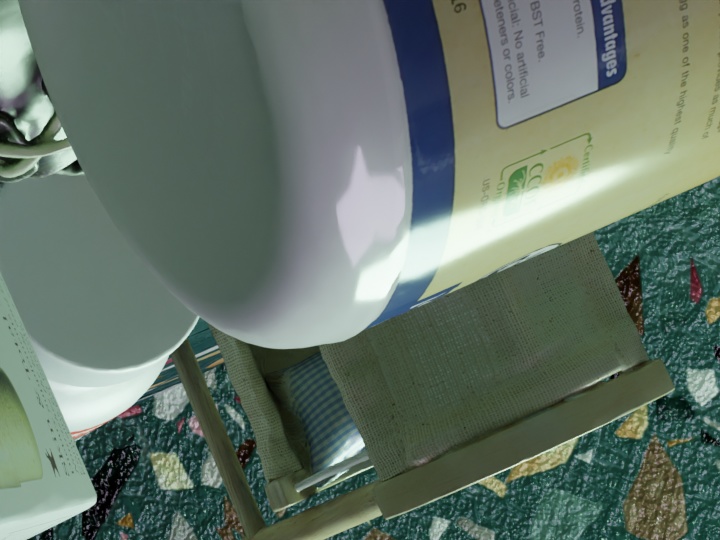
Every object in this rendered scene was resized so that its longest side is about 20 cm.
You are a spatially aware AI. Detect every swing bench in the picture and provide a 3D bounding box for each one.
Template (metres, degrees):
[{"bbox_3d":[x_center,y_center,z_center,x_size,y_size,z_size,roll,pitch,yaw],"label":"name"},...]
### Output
[{"bbox_3d":[0.000,0.000,0.979,0.129,0.200,0.200,-22,175,-28],"label":"swing bench"}]

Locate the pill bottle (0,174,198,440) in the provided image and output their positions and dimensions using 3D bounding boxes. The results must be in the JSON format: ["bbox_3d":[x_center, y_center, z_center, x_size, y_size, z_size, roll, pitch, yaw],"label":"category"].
[{"bbox_3d":[-0.146,0.021,0.985,0.115,0.116,0.200,-22,176,-31],"label":"pill bottle"}]

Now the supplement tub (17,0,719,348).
[{"bbox_3d":[0.038,-0.081,0.497,0.199,0.145,0.144,-22,176,-24],"label":"supplement tub"}]

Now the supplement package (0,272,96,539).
[{"bbox_3d":[-0.173,0.025,0.577,0.150,0.152,0.200,-25,176,0],"label":"supplement package"}]

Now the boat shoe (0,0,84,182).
[{"bbox_3d":[-0.087,-0.060,0.615,0.070,0.064,0.200,-25,176,5],"label":"boat shoe"}]
